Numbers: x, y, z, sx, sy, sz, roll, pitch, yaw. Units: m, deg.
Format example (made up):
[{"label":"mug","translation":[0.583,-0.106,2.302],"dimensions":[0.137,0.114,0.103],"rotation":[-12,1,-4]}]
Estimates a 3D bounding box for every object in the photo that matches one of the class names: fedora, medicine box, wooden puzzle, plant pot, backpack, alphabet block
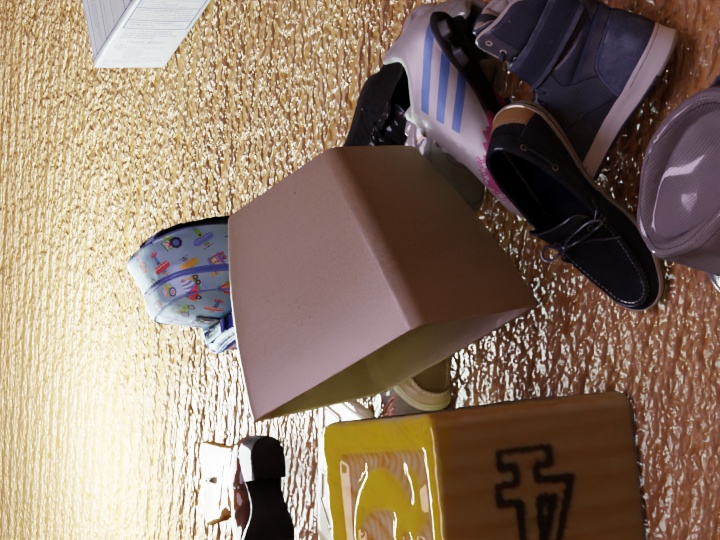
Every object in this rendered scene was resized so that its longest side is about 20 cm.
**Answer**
[{"label":"fedora","translation":[0.259,-0.061,1.209],"dimensions":[0.200,0.089,0.178],"rotation":[-54,47,49]},{"label":"medicine box","translation":[-0.278,-0.381,2.149],"dimensions":[0.200,0.102,0.184],"rotation":[-39,60,56]},{"label":"wooden puzzle","translation":[-0.003,0.216,1.751],"dimensions":[0.185,0.046,0.202],"rotation":[-153,58,-71]},{"label":"plant pot","translation":[0.000,0.000,1.485],"dimensions":[0.199,0.199,0.178],"rotation":[-31,75,33]},{"label":"backpack","translation":[-0.147,0.013,1.853],"dimensions":[0.182,0.198,0.136],"rotation":[-31,66,57]},{"label":"alphabet block","translation":[0.103,0.210,1.415],"dimensions":[0.195,0.198,0.199],"rotation":[-17,78,61]}]

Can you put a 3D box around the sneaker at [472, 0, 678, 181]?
[{"label":"sneaker","translation":[0.143,-0.140,1.353],"dimensions":[0.077,0.145,0.203],"rotation":[-69,5,-55]}]

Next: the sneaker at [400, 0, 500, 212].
[{"label":"sneaker","translation":[0.089,-0.151,1.537],"dimensions":[0.092,0.075,0.202],"rotation":[-13,85,54]}]

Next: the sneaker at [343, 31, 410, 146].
[{"label":"sneaker","translation":[0.028,-0.135,1.635],"dimensions":[0.104,0.059,0.202],"rotation":[-7,69,67]}]

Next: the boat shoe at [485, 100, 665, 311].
[{"label":"boat shoe","translation":[0.164,-0.040,1.326],"dimensions":[0.074,0.062,0.200],"rotation":[-24,112,44]}]

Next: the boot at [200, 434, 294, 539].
[{"label":"boot","translation":[-0.153,0.293,2.031],"dimensions":[0.200,0.068,0.190],"rotation":[-19,76,61]}]

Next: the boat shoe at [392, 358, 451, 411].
[{"label":"boat shoe","translation":[0.049,0.037,1.633],"dimensions":[0.065,0.071,0.202],"rotation":[124,140,-50]}]

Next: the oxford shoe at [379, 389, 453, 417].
[{"label":"oxford shoe","translation":[0.048,0.138,1.637],"dimensions":[0.200,0.073,0.071],"rotation":[52,136,46]}]

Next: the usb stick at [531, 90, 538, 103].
[{"label":"usb stick","translation":[0.164,-0.182,1.419],"dimensions":[0.055,0.032,0.202],"rotation":[-38,-46,-70]}]

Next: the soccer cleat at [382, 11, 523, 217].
[{"label":"soccer cleat","translation":[0.091,-0.127,1.482],"dimensions":[0.086,0.070,0.201],"rotation":[-31,84,32]}]
